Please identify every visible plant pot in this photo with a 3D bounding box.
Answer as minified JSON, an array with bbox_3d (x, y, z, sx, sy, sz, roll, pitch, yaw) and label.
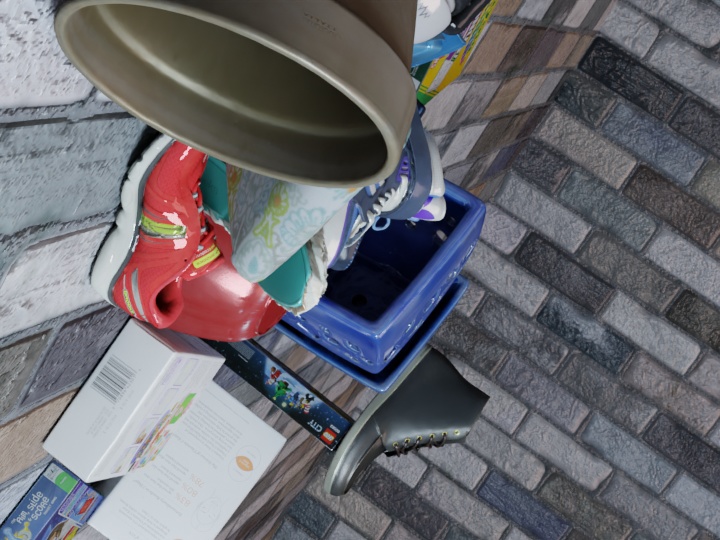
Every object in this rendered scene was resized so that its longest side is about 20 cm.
[{"bbox_3d":[-0.044,-0.167,0.666,0.200,0.199,0.174,88,21,-75],"label":"plant pot"},{"bbox_3d":[0.000,0.000,1.275,0.200,0.200,0.180,-51,157,-24],"label":"plant pot"}]

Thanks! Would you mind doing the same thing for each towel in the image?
[{"bbox_3d":[-0.037,-0.115,0.830,0.171,0.048,0.201,-45,-139,42],"label":"towel"}]

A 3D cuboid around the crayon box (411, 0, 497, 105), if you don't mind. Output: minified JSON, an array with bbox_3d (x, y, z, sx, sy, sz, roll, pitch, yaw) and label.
[{"bbox_3d":[0.097,-0.280,1.325,0.173,0.058,0.200,-44,166,-50],"label":"crayon box"}]

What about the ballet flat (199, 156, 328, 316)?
[{"bbox_3d":[-0.065,-0.040,0.919,0.072,0.200,0.072,-21,136,-22],"label":"ballet flat"}]

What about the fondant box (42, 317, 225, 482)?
[{"bbox_3d":[-0.214,0.126,1.171,0.144,0.058,0.200,-55,170,-1],"label":"fondant box"}]

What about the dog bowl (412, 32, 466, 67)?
[{"bbox_3d":[0.028,-0.212,1.093,0.111,0.050,0.200,-17,-176,19],"label":"dog bowl"}]

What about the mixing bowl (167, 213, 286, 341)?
[{"bbox_3d":[-0.107,-0.011,1.080,0.200,0.108,0.200,-53,170,-13],"label":"mixing bowl"}]

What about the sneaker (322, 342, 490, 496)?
[{"bbox_3d":[0.051,0.183,1.309,0.200,0.106,0.075,-51,170,-12],"label":"sneaker"}]

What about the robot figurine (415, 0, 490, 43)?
[{"bbox_3d":[0.055,-0.269,0.925,0.200,0.150,0.125,-51,-177,-6],"label":"robot figurine"}]

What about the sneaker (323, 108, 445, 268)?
[{"bbox_3d":[0.019,-0.062,1.022,0.081,0.146,0.201,-37,-144,42],"label":"sneaker"}]

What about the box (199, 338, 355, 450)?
[{"bbox_3d":[-0.091,0.129,1.366,0.038,0.200,0.137,-52,170,-4],"label":"box"}]

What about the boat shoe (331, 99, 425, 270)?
[{"bbox_3d":[0.018,-0.089,1.130,0.084,0.068,0.201,-15,-127,66],"label":"boat shoe"}]

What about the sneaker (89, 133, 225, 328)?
[{"bbox_3d":[-0.134,-0.038,0.907,0.077,0.085,0.200,-45,166,-52],"label":"sneaker"}]

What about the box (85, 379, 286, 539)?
[{"bbox_3d":[-0.197,0.226,1.329,0.200,0.124,0.097,-53,-166,-13],"label":"box"}]

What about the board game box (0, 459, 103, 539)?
[{"bbox_3d":[-0.337,0.286,1.175,0.200,0.034,0.135,-54,171,-16],"label":"board game box"}]
